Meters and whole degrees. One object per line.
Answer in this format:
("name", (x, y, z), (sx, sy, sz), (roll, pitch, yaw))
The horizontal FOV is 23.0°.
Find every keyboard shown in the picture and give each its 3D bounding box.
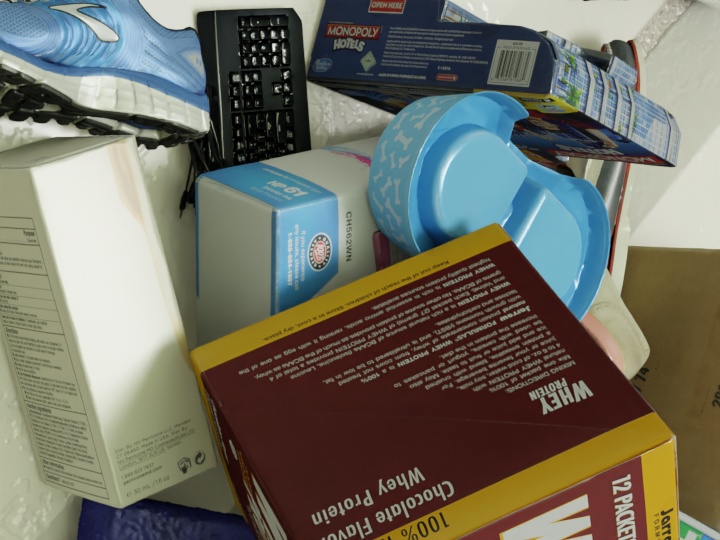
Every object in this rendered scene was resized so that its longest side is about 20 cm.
("keyboard", (-0.066, -0.064, 1.112), (0.104, 0.040, 0.201), (-9, 97, -35))

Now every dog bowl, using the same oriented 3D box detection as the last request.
("dog bowl", (0.077, -0.033, 1.076), (0.200, 0.050, 0.112), (41, 75, -44))

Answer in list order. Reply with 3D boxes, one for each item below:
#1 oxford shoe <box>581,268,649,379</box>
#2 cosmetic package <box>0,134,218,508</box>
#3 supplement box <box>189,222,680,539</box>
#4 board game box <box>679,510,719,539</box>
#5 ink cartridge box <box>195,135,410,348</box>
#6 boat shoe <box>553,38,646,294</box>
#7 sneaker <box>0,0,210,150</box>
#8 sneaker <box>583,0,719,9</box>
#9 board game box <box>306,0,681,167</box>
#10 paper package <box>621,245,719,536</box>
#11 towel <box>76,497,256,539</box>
("oxford shoe", (0.120, -0.002, 1.202), (0.074, 0.071, 0.200), (-23, 76, -48))
("cosmetic package", (-0.157, 0.026, 1.016), (0.071, 0.105, 0.201), (-21, 107, -33))
("supplement box", (0.041, 0.112, 0.966), (0.197, 0.200, 0.133), (-23, 132, -12))
("board game box", (0.196, 0.193, 1.195), (0.200, 0.135, 0.034), (29, 70, 4))
("ink cartridge box", (0.000, 0.000, 1.109), (0.200, 0.085, 0.145), (-16, 116, -40))
("boat shoe", (0.164, -0.070, 1.258), (0.062, 0.071, 0.201), (8, 87, 4))
("sneaker", (-0.176, -0.133, 1.019), (0.200, 0.078, 0.089), (14, 71, -38))
("sneaker", (0.218, -0.233, 1.276), (0.199, 0.115, 0.081), (-9, 101, -64))
("board game box", (0.105, -0.117, 1.159), (0.200, 0.200, 0.062), (19, 83, -49))
("paper package", (0.248, 0.093, 1.249), (0.103, 0.190, 0.201), (25, 78, -35))
("towel", (-0.115, 0.239, 1.069), (0.147, 0.050, 0.201), (11, 89, -8))
